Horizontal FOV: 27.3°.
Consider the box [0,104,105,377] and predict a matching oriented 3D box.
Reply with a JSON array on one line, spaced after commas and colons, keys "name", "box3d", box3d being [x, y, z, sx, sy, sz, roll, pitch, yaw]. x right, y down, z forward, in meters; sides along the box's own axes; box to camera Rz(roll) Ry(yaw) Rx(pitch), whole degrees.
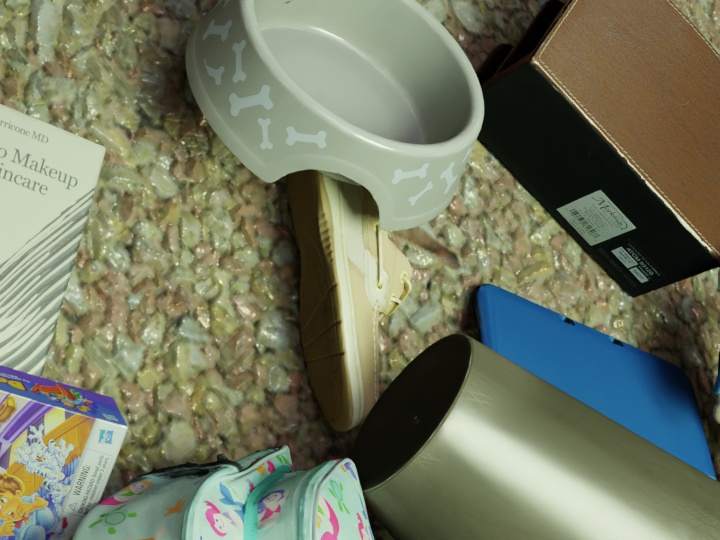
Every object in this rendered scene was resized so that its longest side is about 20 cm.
[{"name": "box", "box3d": [-0.211, 0.015, 0.825, 0.081, 0.068, 0.203, 20, 69, -24]}]

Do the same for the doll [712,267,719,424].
[{"name": "doll", "box3d": [0.275, 0.074, 1.044, 0.137, 0.048, 0.202, -53, 137, -48]}]

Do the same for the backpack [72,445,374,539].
[{"name": "backpack", "box3d": [-0.065, 0.185, 0.768, 0.200, 0.149, 0.180, 1, 76, -71]}]

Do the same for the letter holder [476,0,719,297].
[{"name": "letter holder", "box3d": [0.190, -0.108, 1.068, 0.200, 0.100, 0.143, 44, 59, -13]}]

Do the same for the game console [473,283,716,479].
[{"name": "game console", "box3d": [0.143, 0.132, 1.026, 0.198, 0.118, 0.172, 23, 98, -22]}]

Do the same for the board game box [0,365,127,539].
[{"name": "board game box", "box3d": [-0.217, 0.145, 0.749, 0.133, 0.045, 0.202, 19, 98, -24]}]

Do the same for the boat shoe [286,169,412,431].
[{"name": "boat shoe", "box3d": [0.000, 0.000, 0.945, 0.068, 0.074, 0.203, -1, 77, -23]}]

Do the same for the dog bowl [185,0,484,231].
[{"name": "dog bowl", "box3d": [-0.009, -0.120, 0.935, 0.198, 0.059, 0.202, 21, 42, -20]}]

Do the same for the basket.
[{"name": "basket", "box3d": [0.099, 0.143, 0.882, 0.199, 0.136, 0.181, 38, 102, -15]}]
